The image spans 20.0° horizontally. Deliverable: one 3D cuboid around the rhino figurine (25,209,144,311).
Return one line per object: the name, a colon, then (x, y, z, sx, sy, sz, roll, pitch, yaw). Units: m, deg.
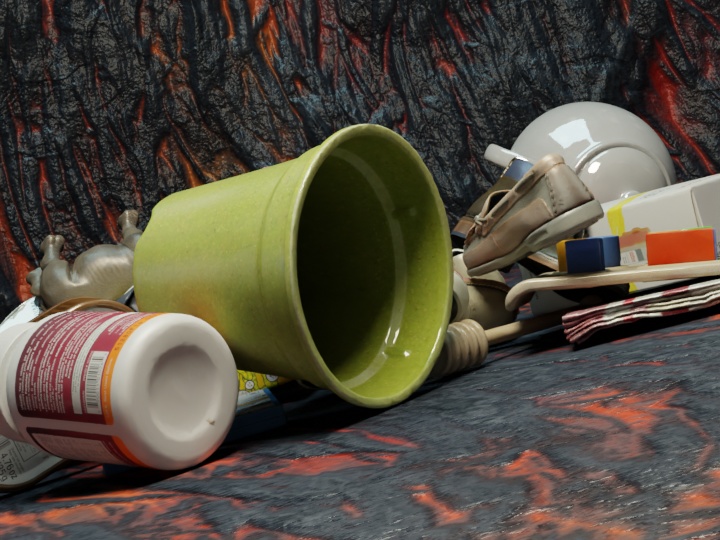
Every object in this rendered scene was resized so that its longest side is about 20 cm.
rhino figurine: (-0.203, -0.008, 1.839, 0.198, 0.060, 0.088, -20, 40, -6)

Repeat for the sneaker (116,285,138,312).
sneaker: (-0.206, 0.081, 1.704, 0.200, 0.078, 0.079, -51, -10, 6)

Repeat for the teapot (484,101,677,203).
teapot: (0.241, -0.077, 2.061, 0.199, 0.199, 0.146, -27, 15, -11)

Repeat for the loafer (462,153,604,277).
loafer: (0.128, -0.044, 1.603, 0.071, 0.063, 0.200, -25, -1, -22)

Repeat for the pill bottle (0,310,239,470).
pill bottle: (-0.189, 0.085, 1.486, 0.109, 0.111, 0.199, -17, 12, -41)

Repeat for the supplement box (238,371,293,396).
supplement box: (-0.147, 0.068, 1.789, 0.198, 0.110, 0.109, -20, 1, 11)

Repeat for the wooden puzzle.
wooden puzzle: (0.216, -0.010, 1.615, 0.198, 0.047, 0.185, -10, 0, 10)

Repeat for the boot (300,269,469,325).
boot: (0.000, 0.000, 1.649, 0.198, 0.073, 0.145, -7, 31, 20)

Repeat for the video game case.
video game case: (-0.134, 0.126, 1.620, 0.142, 0.018, 0.200, -15, 2, -5)

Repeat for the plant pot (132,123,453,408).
plant pot: (-0.060, 0.001, 1.505, 0.183, 0.202, 0.200, -3, 9, 37)

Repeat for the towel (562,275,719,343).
towel: (0.254, 0.020, 1.550, 0.198, 0.023, 0.144, -13, 0, 11)

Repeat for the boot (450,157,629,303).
boot: (0.173, -0.037, 1.790, 0.199, 0.097, 0.075, 24, -14, 41)

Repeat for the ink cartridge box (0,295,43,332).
ink cartridge box: (-0.306, 0.097, 1.908, 0.198, 0.163, 0.050, -14, 44, -9)

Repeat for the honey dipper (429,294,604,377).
honey dipper: (0.126, 0.048, 1.614, 0.199, 0.038, 0.038, -11, -1, -42)

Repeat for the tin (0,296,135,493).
tin: (-0.247, 0.099, 1.619, 0.199, 0.113, 0.042, -33, 20, -27)

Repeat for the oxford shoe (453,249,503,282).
oxford shoe: (0.100, 0.015, 1.812, 0.070, 0.074, 0.200, -19, -1, -4)

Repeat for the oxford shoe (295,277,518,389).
oxford shoe: (0.037, 0.061, 1.666, 0.198, 0.071, 0.074, -17, 25, 0)

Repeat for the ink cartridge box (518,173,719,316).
ink cartridge box: (0.264, -0.029, 1.879, 0.199, 0.084, 0.145, -14, 2, 38)

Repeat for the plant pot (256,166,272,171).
plant pot: (-0.112, 0.030, 1.938, 0.178, 0.201, 0.200, -31, -1, 12)
